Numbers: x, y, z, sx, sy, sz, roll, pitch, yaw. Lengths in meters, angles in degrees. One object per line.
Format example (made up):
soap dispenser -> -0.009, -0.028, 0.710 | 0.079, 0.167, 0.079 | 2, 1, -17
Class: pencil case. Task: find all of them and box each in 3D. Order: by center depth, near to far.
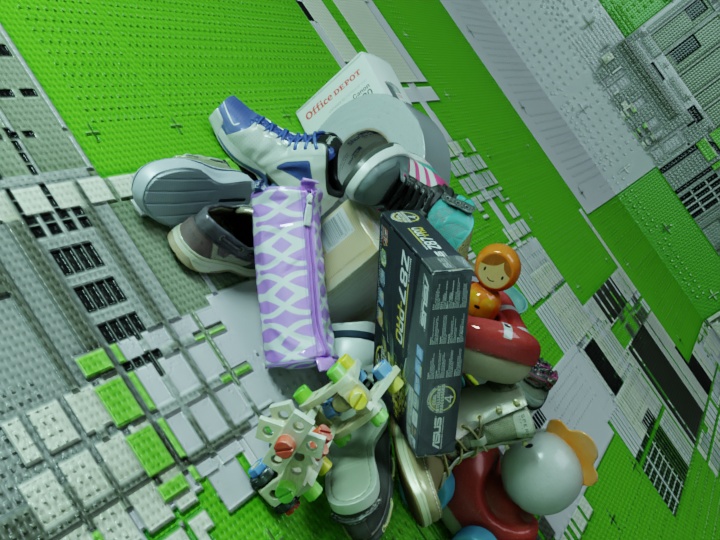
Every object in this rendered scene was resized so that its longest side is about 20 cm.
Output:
pencil case -> -0.067, 0.005, 1.122 | 0.083, 0.085, 0.204 | -3, 86, -48

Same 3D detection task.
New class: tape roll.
tape roll -> 0.018, -0.125, 1.392 | 0.066, 0.200, 0.202 | 18, 42, -50

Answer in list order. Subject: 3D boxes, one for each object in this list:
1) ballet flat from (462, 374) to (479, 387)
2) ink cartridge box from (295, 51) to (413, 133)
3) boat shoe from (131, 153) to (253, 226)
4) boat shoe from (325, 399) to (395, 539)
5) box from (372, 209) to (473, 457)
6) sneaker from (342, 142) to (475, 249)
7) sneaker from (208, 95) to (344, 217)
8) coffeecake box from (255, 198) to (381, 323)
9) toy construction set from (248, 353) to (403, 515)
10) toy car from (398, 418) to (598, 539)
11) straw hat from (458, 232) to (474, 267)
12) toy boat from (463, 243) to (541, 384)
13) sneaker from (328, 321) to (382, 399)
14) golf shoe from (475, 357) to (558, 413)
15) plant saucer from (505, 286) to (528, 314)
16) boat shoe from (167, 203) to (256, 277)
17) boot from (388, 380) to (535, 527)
ballet flat -> 0.113, 0.129, 1.312 | 0.201, 0.066, 0.068 | 66, 19, -53
ink cartridge box -> 0.013, -0.187, 1.531 | 0.084, 0.145, 0.202 | 10, 48, -55
boat shoe -> -0.189, -0.092, 1.152 | 0.062, 0.073, 0.199 | 34, 14, 21
boat shoe -> 0.000, 0.201, 1.096 | 0.202, 0.071, 0.061 | -81, 153, -65
box -> 0.059, 0.060, 1.081 | 0.048, 0.203, 0.161 | -4, 25, -17
sneaker -> 0.063, -0.068, 1.171 | 0.121, 0.084, 0.199 | 46, 19, 17
sneaker -> -0.086, -0.152, 1.340 | 0.200, 0.115, 0.081 | 50, 23, -8
coffeecake box -> 0.000, 0.000, 1.249 | 0.199, 0.153, 0.074 | 6, 49, -59
toy construction set -> -0.040, 0.153, 1.001 | 0.093, 0.131, 0.200 | 54, 24, 4
toy car -> 0.177, 0.225, 1.220 | 0.178, 0.199, 0.184 | 55, 24, 5
straw hat -> 0.113, -0.045, 1.462 | 0.198, 0.086, 0.202 | 18, 19, -6
toy boat -> 0.136, 0.032, 1.175 | 0.129, 0.132, 0.201 | 16, 22, -15
sneaker -> 0.017, 0.117, 1.247 | 0.199, 0.075, 0.082 | 25, 60, -55
golf shoe -> 0.173, 0.130, 1.495 | 0.199, 0.093, 0.072 | 34, 22, 13
plant saucer -> 0.142, 0.030, 1.531 | 0.197, 0.036, 0.200 | 18, 19, -6
boat shoe -> -0.130, -0.039, 1.171 | 0.073, 0.065, 0.199 | 60, 24, 14
boot -> 0.111, 0.182, 1.128 | 0.201, 0.152, 0.073 | -98, 178, -64
